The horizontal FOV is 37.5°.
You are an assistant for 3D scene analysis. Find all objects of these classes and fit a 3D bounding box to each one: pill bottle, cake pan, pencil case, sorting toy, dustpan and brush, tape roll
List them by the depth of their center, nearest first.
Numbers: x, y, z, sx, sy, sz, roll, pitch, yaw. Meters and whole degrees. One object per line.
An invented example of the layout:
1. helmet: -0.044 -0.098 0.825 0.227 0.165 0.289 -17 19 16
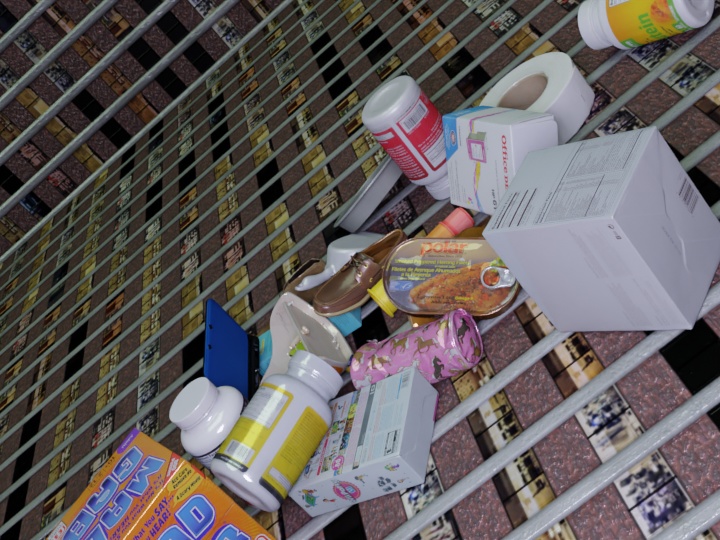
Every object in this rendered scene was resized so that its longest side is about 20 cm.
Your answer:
1. pill bottle: -0.107 0.213 1.434 0.111 0.112 0.201 1 52 54
2. pencil case: 0.077 0.119 1.478 0.198 0.087 0.083 -23 11 35
3. pill bottle: -0.181 0.246 1.529 0.112 0.200 0.113 -32 28 20
4. sorting toy: -0.100 0.169 1.650 0.181 0.106 0.201 -54 32 13
5. pill bottle: 0.448 -0.417 1.683 0.198 0.111 0.112 -9 42 49
6. tape roll: 0.283 -0.264 1.744 0.201 0.071 0.204 -34 28 20
7. dustpan and brush: -0.031 -0.013 1.793 0.198 0.058 0.139 -15 18 -35
8. pill bottle: 0.100 -0.220 1.794 0.111 0.200 0.113 -32 29 20
9. cake pan: 0.026 -0.147 1.906 0.201 0.037 0.200 -52 5 7

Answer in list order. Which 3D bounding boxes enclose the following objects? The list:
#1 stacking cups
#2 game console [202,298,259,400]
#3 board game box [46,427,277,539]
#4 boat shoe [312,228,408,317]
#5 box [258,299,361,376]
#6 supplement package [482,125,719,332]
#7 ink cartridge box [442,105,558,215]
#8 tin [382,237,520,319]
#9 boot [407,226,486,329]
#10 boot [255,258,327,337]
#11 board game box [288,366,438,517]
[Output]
1. stacking cups: 0.101 -0.016 1.668 0.200 0.061 0.060 -44 27 -4
2. game console: -0.224 0.181 1.693 0.202 0.117 0.172 -96 30 -51
3. board game box: -0.277 0.378 1.479 0.201 0.200 0.199 -52 28 -17
4. boat shoe: 0.001 0.000 1.700 0.199 0.068 0.072 -34 45 -22
5. box: -0.089 0.103 1.770 0.199 0.049 0.083 -34 28 20
6. supplement package: 0.296 -0.042 1.278 0.198 0.192 0.148 -5 45 50
7. ink cartridge box: 0.212 -0.165 1.606 0.083 0.147 0.199 -15 17 -24
8. tin: 0.129 0.011 1.498 0.196 0.042 0.114 2 78 17
9. boot: 0.153 0.005 1.547 0.143 0.071 0.203 -19 34 39
10. boot: -0.124 0.060 1.855 0.200 0.075 0.074 -44 28 4
11. board game box: 0.004 0.235 1.439 0.198 0.064 0.149 -24 33 33
